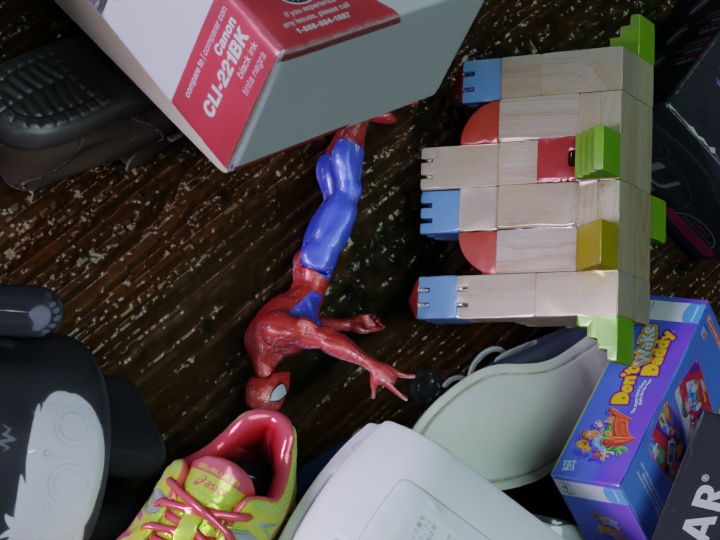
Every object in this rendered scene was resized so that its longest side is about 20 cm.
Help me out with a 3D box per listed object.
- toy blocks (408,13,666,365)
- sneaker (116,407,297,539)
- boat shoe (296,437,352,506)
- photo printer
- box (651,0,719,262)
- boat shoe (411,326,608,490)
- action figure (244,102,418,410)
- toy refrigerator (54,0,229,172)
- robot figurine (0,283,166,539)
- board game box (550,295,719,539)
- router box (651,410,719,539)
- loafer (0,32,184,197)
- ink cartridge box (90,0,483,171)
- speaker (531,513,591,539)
[{"bbox_3d":[0.096,-0.045,1.104,0.100,0.136,0.201,15,75,-60],"label":"toy blocks"},{"bbox_3d":[-0.087,0.134,0.936,0.078,0.091,0.200,24,35,9],"label":"sneaker"},{"bbox_3d":[-0.041,0.176,1.052,0.200,0.084,0.069,-44,115,-5],"label":"boat shoe"},{"bbox_3d":[0.038,0.188,0.986,0.200,0.069,0.167,37,67,-22],"label":"photo printer"},{"bbox_3d":[0.254,-0.121,1.198,0.122,0.106,0.200,45,68,-13],"label":"box"},{"bbox_3d":[0.101,0.075,1.129,0.199,0.062,0.075,-31,96,-28],"label":"boat shoe"},{"bbox_3d":[0.000,0.000,1.084,0.099,0.065,0.201,28,73,-9],"label":"action figure"},{"bbox_3d":[-0.103,-0.154,1.001,0.200,0.070,0.076,46,49,12],"label":"toy refrigerator"},{"bbox_3d":[-0.201,0.086,0.946,0.199,0.125,0.151,8,80,-29],"label":"robot figurine"},{"bbox_3d":[0.190,0.132,1.117,0.135,0.045,0.200,-57,135,-31],"label":"board game box"},{"bbox_3d":[0.192,0.200,1.038,0.149,0.051,0.201,52,56,-49],"label":"router box"},{"bbox_3d":[-0.125,-0.098,1.045,0.199,0.071,0.073,-20,61,-35],"label":"loafer"},{"bbox_3d":[-0.058,-0.163,0.926,0.144,0.084,0.200,-24,64,-39],"label":"ink cartridge box"},{"bbox_3d":[0.088,0.243,1.094,0.081,0.081,0.201,16,78,-23],"label":"speaker"}]
